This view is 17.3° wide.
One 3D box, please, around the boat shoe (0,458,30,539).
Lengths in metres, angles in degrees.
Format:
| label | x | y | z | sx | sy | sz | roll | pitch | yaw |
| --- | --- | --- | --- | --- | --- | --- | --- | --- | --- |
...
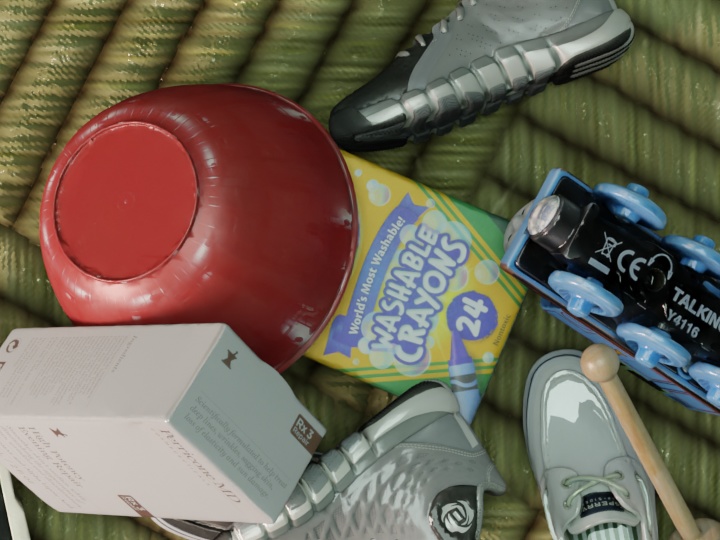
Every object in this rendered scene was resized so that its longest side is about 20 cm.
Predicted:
| label | x | y | z | sx | sy | sz | roll | pitch | yaw |
| --- | --- | --- | --- | --- | --- | --- | --- | --- | --- |
| boat shoe | -0.248 | 0.110 | 1.446 | 0.066 | 0.075 | 0.199 | -14 | 96 | -11 |

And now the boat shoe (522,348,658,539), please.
| label | x | y | z | sx | sy | sz | roll | pitch | yaw |
| --- | --- | --- | --- | --- | --- | --- | --- | --- | --- |
| boat shoe | 0.149 | 0.143 | 1.431 | 0.074 | 0.067 | 0.200 | -19 | 87 | 6 |

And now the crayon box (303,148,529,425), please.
| label | x | y | z | sx | sy | sz | roll | pitch | yaw |
| --- | --- | --- | --- | --- | --- | --- | --- | --- | --- |
| crayon box | 0.000 | 0.000 | 1.455 | 0.200 | 0.052 | 0.126 | 23 | 88 | 4 |

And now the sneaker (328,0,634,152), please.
| label | x | y | z | sx | sy | sz | roll | pitch | yaw |
| --- | --- | --- | --- | --- | --- | --- | --- | --- | --- |
| sneaker | 0.058 | -0.153 | 1.455 | 0.200 | 0.075 | 0.116 | -21 | 81 | -12 |

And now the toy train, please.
| label | x | y | z | sx | sy | sz | roll | pitch | yaw |
| --- | --- | --- | --- | --- | --- | --- | --- | --- | --- |
| toy train | 0.168 | 0.016 | 1.391 | 0.200 | 0.114 | 0.087 | 32 | 78 | -20 |

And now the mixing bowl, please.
| label | x | y | z | sx | sy | sz | roll | pitch | yaw |
| --- | --- | --- | --- | --- | --- | --- | --- | --- | --- |
| mixing bowl | -0.114 | -0.029 | 1.398 | 0.200 | 0.108 | 0.200 | -6 | 75 | 24 |

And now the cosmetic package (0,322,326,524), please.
| label | x | y | z | sx | sy | sz | roll | pitch | yaw |
| --- | --- | --- | --- | --- | --- | --- | --- | --- | --- |
| cosmetic package | -0.128 | 0.087 | 1.358 | 0.102 | 0.200 | 0.074 | 47 | 59 | -31 |

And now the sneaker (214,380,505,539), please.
| label | x | y | z | sx | sy | sz | roll | pitch | yaw |
| --- | --- | --- | --- | --- | --- | --- | --- | --- | --- |
| sneaker | -0.001 | 0.163 | 1.370 | 0.200 | 0.075 | 0.116 | -37 | 87 | -3 |

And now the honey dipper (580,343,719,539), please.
| label | x | y | z | sx | sy | sz | roll | pitch | yaw |
| --- | --- | --- | --- | --- | --- | --- | --- | --- | --- |
| honey dipper | 0.177 | 0.119 | 1.400 | 0.038 | 0.038 | 0.200 | -29 | 118 | 0 |

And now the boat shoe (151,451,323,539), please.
| label | x | y | z | sx | sy | sz | roll | pitch | yaw |
| --- | --- | --- | --- | --- | --- | --- | --- | --- | --- |
| boat shoe | -0.035 | 0.138 | 1.445 | 0.200 | 0.057 | 0.069 | 4 | 87 | 2 |
